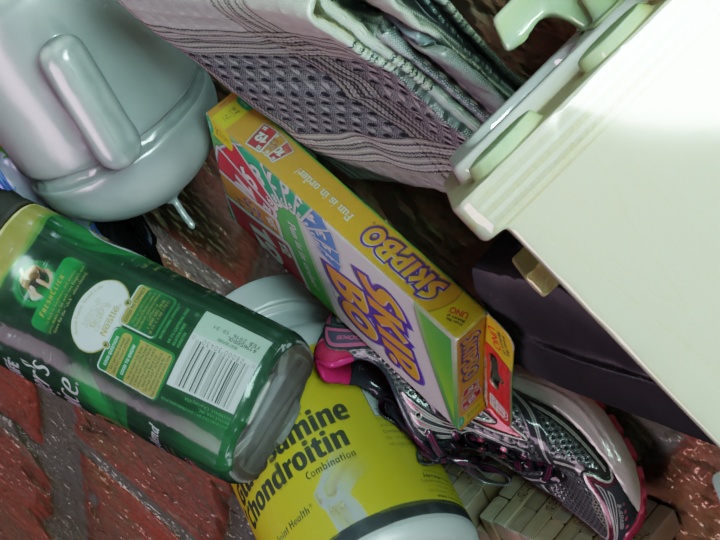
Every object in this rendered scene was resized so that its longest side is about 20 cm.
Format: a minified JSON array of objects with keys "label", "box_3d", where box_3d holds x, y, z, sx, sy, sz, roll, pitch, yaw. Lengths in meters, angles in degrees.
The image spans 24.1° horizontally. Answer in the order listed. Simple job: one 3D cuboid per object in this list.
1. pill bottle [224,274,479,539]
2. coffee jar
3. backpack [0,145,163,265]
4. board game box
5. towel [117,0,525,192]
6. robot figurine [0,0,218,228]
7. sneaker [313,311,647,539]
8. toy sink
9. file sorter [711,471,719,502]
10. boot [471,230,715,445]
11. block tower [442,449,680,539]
[{"label":"pill bottle","box_3d":[-0.021,0.102,0.960,0.112,0.111,0.201,82,162,-54]},{"label":"coffee jar","box_3d":[-0.129,0.032,0.882,0.199,0.086,0.104,26,172,13]},{"label":"backpack","box_3d":[-0.203,-0.035,1.018,0.201,0.153,0.164,81,166,-50]},{"label":"board game box","box_3d":[0.000,0.000,0.843,0.200,0.030,0.096,40,159,24]},{"label":"towel","box_3d":[0.001,-0.075,0.729,0.199,0.035,0.192,14,162,47]},{"label":"robot figurine","box_3d":[-0.149,-0.108,0.882,0.201,0.113,0.170,58,-177,-28]},{"label":"sneaker","box_3d":[0.065,0.080,0.900,0.200,0.075,0.081,36,155,15]},{"label":"toy sink","box_3d":[0.098,-0.032,0.568,0.200,0.112,0.130,46,-175,-5]},{"label":"file sorter","box_3d":[0.229,0.154,0.583,0.201,0.138,0.125,-102,-14,-48]},{"label":"boot","box_3d":[0.152,0.067,0.752,0.199,0.066,0.166,17,136,40]},{"label":"block tower","box_3d":[0.092,0.140,0.976,0.199,0.054,0.058,19,146,44]}]
